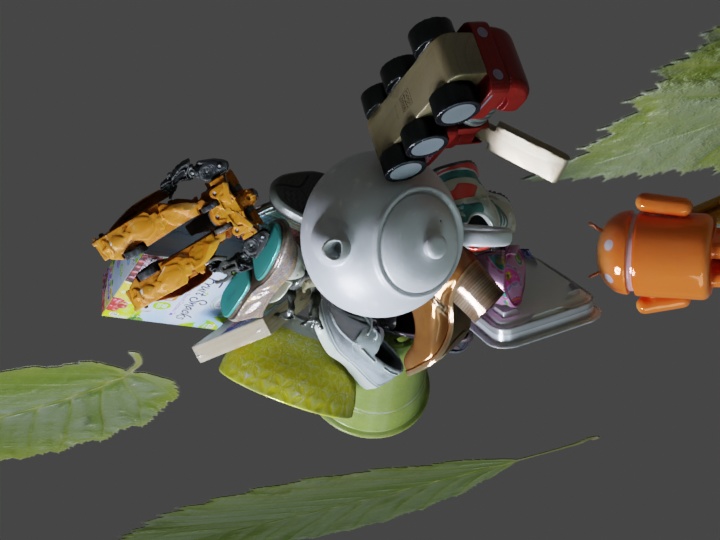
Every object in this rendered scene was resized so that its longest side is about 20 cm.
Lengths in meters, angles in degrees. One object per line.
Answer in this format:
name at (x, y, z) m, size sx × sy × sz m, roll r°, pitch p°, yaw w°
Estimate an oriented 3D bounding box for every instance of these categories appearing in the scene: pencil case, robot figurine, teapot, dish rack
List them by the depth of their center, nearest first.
teapot at (0.044, -0.035, 1.232) m, size 0.146 × 0.200 × 0.198 m, roll 12°, pitch 148°, yaw 52°
robot figurine at (-0.202, -0.044, 1.315) m, size 0.199 × 0.146 × 0.058 m, roll -28°, pitch -169°, yaw 11°
pencil case at (0.121, 0.003, 1.497) m, size 0.198 × 0.088 × 0.087 m, roll 1°, pitch 162°, yaw 29°
robot figurine at (0.401, -0.019, 1.506) m, size 0.198 × 0.118 × 0.144 m, roll 4°, pitch 154°, yaw 22°
dish rack at (0.213, 0.032, 1.548) m, size 0.170 × 0.200 × 0.044 m, roll -16°, pitch 116°, yaw -17°

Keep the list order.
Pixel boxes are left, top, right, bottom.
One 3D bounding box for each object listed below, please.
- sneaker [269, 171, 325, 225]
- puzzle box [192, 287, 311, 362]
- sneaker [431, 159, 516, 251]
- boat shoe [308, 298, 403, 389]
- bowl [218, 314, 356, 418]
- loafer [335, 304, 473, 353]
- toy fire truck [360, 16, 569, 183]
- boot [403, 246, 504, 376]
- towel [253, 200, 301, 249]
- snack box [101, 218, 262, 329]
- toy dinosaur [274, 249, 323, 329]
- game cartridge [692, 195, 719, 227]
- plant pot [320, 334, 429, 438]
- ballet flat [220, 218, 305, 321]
sneaker at (-0.035, -0.055, 1.339) m, size 0.198 × 0.077 × 0.114 m, roll 6°, pitch 148°, yaw -37°
puzzle box at (-0.126, 0.057, 1.545) m, size 0.132 × 0.026 × 0.200 m, roll -22°, pitch -171°, yaw 33°
sneaker at (0.144, -0.058, 1.409) m, size 0.070 × 0.094 × 0.200 m, roll -15°, pitch 155°, yaw 20°
boat shoe at (-0.001, 0.090, 1.520) m, size 0.071 × 0.070 × 0.201 m, roll -23°, pitch 140°, yaw 14°
bowl at (-0.087, 0.121, 1.583) m, size 0.198 × 0.109 × 0.200 m, roll 20°, pitch 180°, yaw 0°
loafer at (0.064, 0.061, 1.570) m, size 0.198 × 0.073 × 0.063 m, roll 17°, pitch 170°, yaw -2°
toy fire truck at (0.127, -0.160, 1.161) m, size 0.198 × 0.130 × 0.176 m, roll -7°, pitch 159°, yaw -29°
boot at (0.075, 0.030, 1.442) m, size 0.077 × 0.155 × 0.200 m, roll -36°, pitch 168°, yaw -43°
towel at (-0.025, -0.075, 1.417) m, size 0.199 × 0.022 × 0.146 m, roll -20°, pitch 153°, yaw 28°
snack box at (-0.231, 0.004, 1.482) m, size 0.167 × 0.068 × 0.200 m, roll 9°, pitch 153°, yaw -26°
toy dinosaur at (-0.069, 0.023, 1.420) m, size 0.047 × 0.089 × 0.200 m, roll 9°, pitch -174°, yaw -22°
game cartridge at (0.488, -0.037, 1.628) m, size 0.176 × 0.033 × 0.199 m, roll -26°, pitch 149°, yaw 37°
plant pot at (0.026, 0.117, 1.693) m, size 0.198 × 0.201 × 0.191 m, roll -1°, pitch 145°, yaw -13°
ballet flat at (-0.107, -0.001, 1.374) m, size 0.067 × 0.069 × 0.200 m, roll 6°, pitch 150°, yaw -27°
